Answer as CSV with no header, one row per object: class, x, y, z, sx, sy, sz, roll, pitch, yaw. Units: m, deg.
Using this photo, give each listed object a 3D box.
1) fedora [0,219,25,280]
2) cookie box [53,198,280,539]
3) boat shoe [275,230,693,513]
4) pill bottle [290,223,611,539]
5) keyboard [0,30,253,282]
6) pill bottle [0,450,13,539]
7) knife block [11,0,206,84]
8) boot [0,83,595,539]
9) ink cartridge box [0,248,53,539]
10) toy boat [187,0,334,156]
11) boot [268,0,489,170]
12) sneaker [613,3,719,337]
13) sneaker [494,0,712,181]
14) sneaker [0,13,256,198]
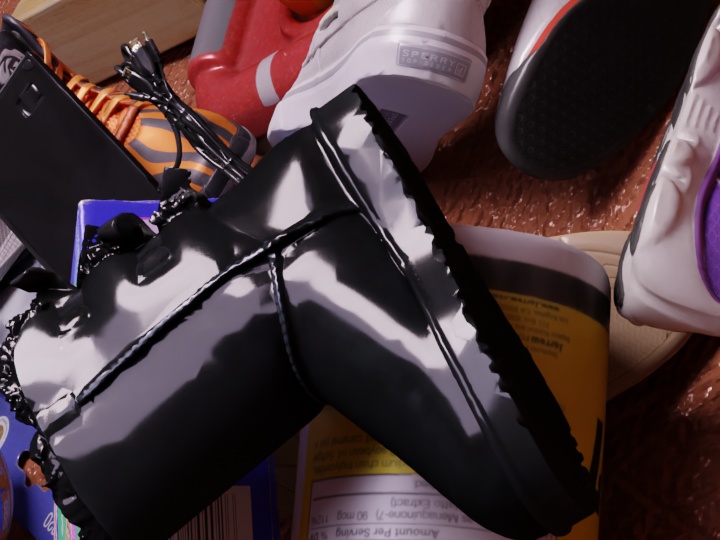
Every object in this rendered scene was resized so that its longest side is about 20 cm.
fedora,-0.253,-0.008,1.516,0.200,0.090,0.177,-49,14,23
cookie box,-0.082,0.093,1.091,0.200,0.075,0.172,106,162,-59
boat shoe,0.049,0.041,1.102,0.199,0.065,0.072,-29,79,18
pill bottle,0.030,0.093,0.989,0.114,0.114,0.201,-13,67,49
keyboard,-0.098,-0.029,1.292,0.127,0.200,0.021,-51,-17,26
pill bottle,-0.236,0.126,1.295,0.112,0.112,0.200,-49,2,8
knife block,-0.107,-0.164,1.520,0.200,0.064,0.176,-46,23,13
boot,-0.028,0.046,0.924,0.162,0.073,0.199,-35,57,8
ink cartridge box,-0.135,0.033,1.396,0.201,0.041,0.199,-56,30,-4
toy boat,-0.026,-0.152,1.344,0.199,0.131,0.131,-25,40,40
boot,0.016,-0.106,1.231,0.200,0.073,0.096,153,131,-69
sneaker,0.153,-0.036,1.043,0.200,0.083,0.081,-66,-5,-46
sneaker,0.104,-0.128,1.204,0.202,0.067,0.108,-59,26,-10
sneaker,-0.140,-0.070,1.357,0.200,0.112,0.078,1,54,54
